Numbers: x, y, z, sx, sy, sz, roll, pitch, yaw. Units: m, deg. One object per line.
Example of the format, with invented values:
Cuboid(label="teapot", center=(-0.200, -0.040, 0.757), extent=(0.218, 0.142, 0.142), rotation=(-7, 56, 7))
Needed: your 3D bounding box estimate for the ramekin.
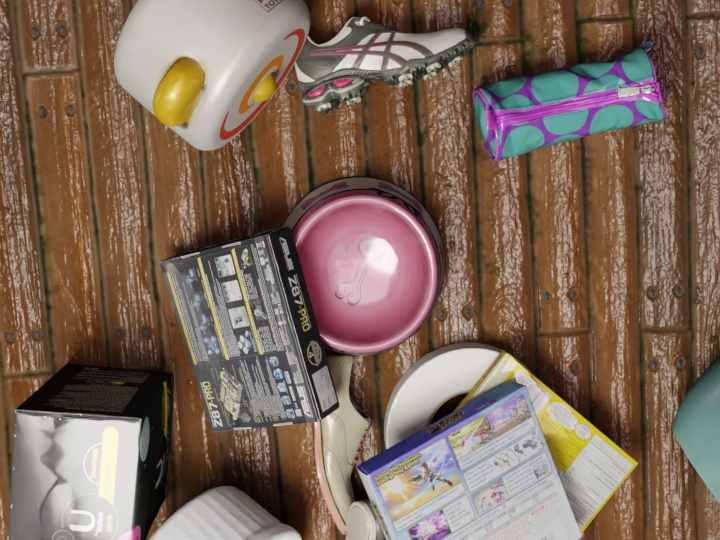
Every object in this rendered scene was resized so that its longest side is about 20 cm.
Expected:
Cuboid(label="ramekin", center=(-0.163, 0.329, 1.051), extent=(0.097, 0.200, 0.202), rotation=(37, 95, 23))

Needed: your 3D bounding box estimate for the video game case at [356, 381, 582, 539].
Cuboid(label="video game case", center=(0.117, 0.244, 1.040), extent=(0.197, 0.045, 0.184), rotation=(-25, 101, -16))

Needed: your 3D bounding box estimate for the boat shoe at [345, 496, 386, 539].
Cuboid(label="boat shoe", center=(0.006, 0.327, 1.100), extent=(0.056, 0.067, 0.202), rotation=(-8, 132, -29))

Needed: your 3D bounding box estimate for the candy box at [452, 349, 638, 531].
Cuboid(label="candy box", center=(0.204, 0.190, 1.097), extent=(0.199, 0.026, 0.103), rotation=(40, 97, -7))

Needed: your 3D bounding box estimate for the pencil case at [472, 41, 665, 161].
Cuboid(label="pencil case", center=(0.223, -0.179, 1.056), extent=(0.196, 0.092, 0.087), rotation=(-14, 98, 0))

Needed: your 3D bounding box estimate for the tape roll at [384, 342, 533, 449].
Cuboid(label="tape roll", center=(0.124, 0.186, 1.125), extent=(0.198, 0.037, 0.207), rotation=(0, 97, -3))

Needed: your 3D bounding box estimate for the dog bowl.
Cuboid(label="dog bowl", center=(0.000, 0.000, 1.078), extent=(0.196, 0.074, 0.205), rotation=(0, 97, -3))

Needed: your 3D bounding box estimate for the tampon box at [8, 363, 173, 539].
Cuboid(label="tampon box", center=(-0.274, 0.196, 1.028), extent=(0.124, 0.200, 0.153), rotation=(5, 97, -3))

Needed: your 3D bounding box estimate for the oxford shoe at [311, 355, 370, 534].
Cuboid(label="oxford shoe", center=(-0.020, 0.195, 1.104), extent=(0.072, 0.071, 0.204), rotation=(-12, 98, -4))

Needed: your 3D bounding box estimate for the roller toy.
Cuboid(label="roller toy", center=(-0.142, -0.221, 0.982), extent=(0.139, 0.200, 0.183), rotation=(38, 90, 1))

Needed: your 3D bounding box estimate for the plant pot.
Cuboid(label="plant pot", center=(0.438, 0.176, 1.063), extent=(0.160, 0.201, 0.201), rotation=(-38, 97, 16))

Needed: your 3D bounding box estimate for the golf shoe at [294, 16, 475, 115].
Cuboid(label="golf shoe", center=(0.024, -0.236, 1.051), extent=(0.196, 0.077, 0.090), rotation=(-17, 90, -1))

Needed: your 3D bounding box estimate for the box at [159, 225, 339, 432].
Cuboid(label="box", center=(-0.120, 0.068, 1.056), extent=(0.159, 0.049, 0.204), rotation=(-12, 98, 32))
